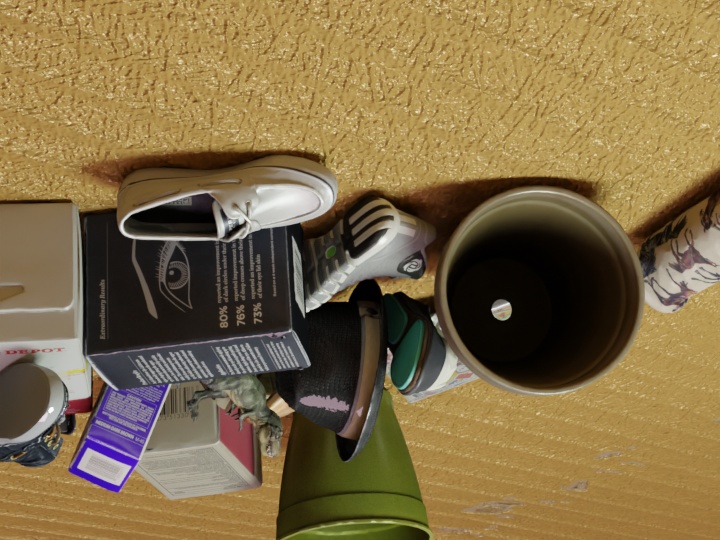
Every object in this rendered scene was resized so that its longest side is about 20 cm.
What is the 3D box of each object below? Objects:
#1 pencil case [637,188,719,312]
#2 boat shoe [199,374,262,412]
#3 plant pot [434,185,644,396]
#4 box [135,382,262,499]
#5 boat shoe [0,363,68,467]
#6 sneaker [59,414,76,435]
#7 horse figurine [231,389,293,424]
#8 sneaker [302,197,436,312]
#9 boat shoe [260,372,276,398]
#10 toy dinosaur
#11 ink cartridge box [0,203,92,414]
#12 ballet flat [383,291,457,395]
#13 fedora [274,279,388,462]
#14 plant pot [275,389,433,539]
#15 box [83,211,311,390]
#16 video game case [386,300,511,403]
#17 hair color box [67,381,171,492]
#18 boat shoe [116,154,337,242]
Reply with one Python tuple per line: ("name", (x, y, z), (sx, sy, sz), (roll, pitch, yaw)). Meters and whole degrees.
("pencil case", (0.353, -0.027, 1.524), (0.089, 0.078, 0.200), (22, 147, -19))
("boat shoe", (-0.130, 0.071, 1.656), (0.075, 0.075, 0.203), (-39, 166, -51))
("plant pot", (0.160, 0.029, 1.512), (0.199, 0.201, 0.174), (-1, 172, -8))
("box", (-0.207, 0.198, 1.880), (0.127, 0.109, 0.200), (-9, 156, 8))
("boat shoe", (-0.306, 0.137, 1.431), (0.091, 0.071, 0.200), (13, 156, -38))
("sneaker", (-0.318, 0.118, 1.678), (0.077, 0.112, 0.200), (14, 149, -37))
("horse figurine", (-0.042, 0.114, 1.706), (0.050, 0.133, 0.200), (28, -165, 38))
("sneaker", (0.000, 0.000, 1.526), (0.115, 0.075, 0.200), (13, 150, -39))
("boat shoe", (-0.074, 0.125, 1.794), (0.200, 0.073, 0.063), (-4, 152, -21))
("toy dinosaur", (-0.148, 0.116, 1.609), (0.088, 0.048, 0.201), (-20, 117, 0))
("ink cartridge box", (-0.334, 0.042, 1.465), (0.145, 0.145, 0.200), (-2, 156, -8))
("ballet flat", (0.062, 0.076, 1.531), (0.073, 0.073, 0.200), (-1, -160, -8))
("fedora", (-0.036, 0.096, 1.566), (0.091, 0.201, 0.201), (10, 153, -12))
("plant pot", (-0.016, 0.252, 1.933), (0.199, 0.194, 0.201), (-4, 155, -2))
("box", (-0.155, 0.020, 1.451), (0.199, 0.149, 0.104), (-6, 157, 6))
("video game case", (0.125, 0.084, 1.750), (0.199, 0.023, 0.182), (-20, 153, 7))
("hair color box", (-0.229, 0.114, 1.571), (0.065, 0.201, 0.109), (26, 148, -8))
("boat shoe", (-0.119, -0.054, 1.367), (0.199, 0.065, 0.074), (-7, 128, 2))
